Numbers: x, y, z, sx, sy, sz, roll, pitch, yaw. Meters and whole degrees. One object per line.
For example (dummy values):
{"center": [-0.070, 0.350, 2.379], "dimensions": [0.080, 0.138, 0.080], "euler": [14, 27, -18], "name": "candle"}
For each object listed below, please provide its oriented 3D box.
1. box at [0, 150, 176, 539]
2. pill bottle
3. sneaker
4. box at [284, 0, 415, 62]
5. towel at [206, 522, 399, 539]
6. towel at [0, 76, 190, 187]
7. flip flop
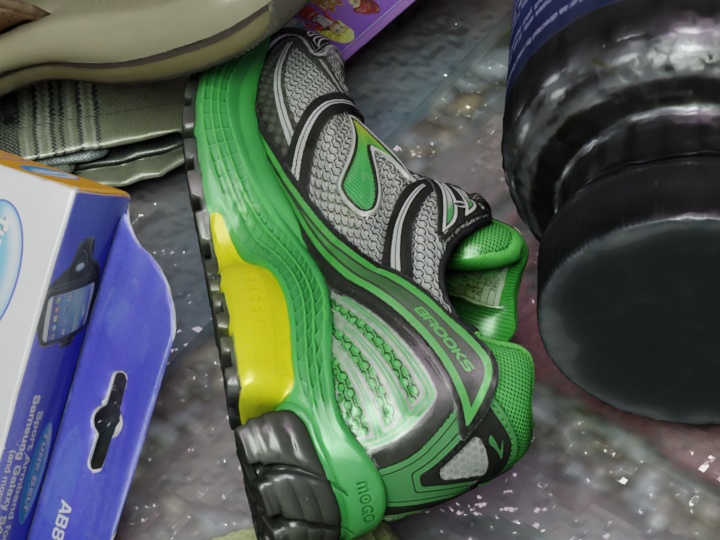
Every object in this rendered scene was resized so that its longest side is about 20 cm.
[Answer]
{"center": [-0.149, 0.014, 0.778], "dimensions": [0.199, 0.041, 0.120], "euler": [18, 95, 22], "name": "box"}
{"center": [0.096, -0.062, 0.814], "dimensions": [0.111, 0.112, 0.201], "euler": [2, 50, 7], "name": "pill bottle"}
{"center": [0.000, 0.000, 0.781], "dimensions": [0.085, 0.078, 0.201], "euler": [-11, 39, -3], "name": "sneaker"}
{"center": [0.032, -0.150, 0.852], "dimensions": [0.039, 0.200, 0.137], "euler": [31, 48, -20], "name": "box"}
{"center": [-0.054, 0.140, 0.709], "dimensions": [0.199, 0.037, 0.149], "euler": [-21, 52, -14], "name": "towel"}
{"center": [-0.151, -0.082, 0.907], "dimensions": [0.191, 0.035, 0.201], "euler": [-9, 47, -2], "name": "towel"}
{"center": [-0.104, -0.083, 0.809], "dimensions": [0.199, 0.058, 0.081], "euler": [-6, 43, 28], "name": "flip flop"}
